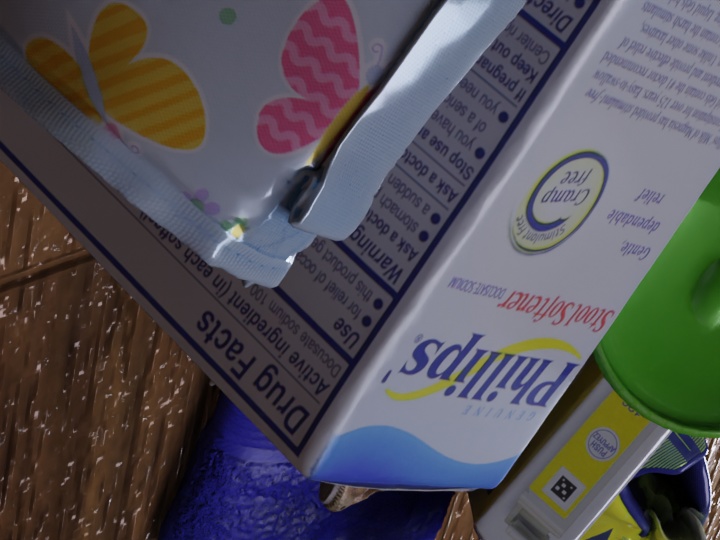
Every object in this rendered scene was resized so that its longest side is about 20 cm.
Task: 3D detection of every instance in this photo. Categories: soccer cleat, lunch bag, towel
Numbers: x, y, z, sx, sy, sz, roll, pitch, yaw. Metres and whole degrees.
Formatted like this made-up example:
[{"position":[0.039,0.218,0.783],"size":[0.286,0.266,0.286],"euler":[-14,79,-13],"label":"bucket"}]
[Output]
[{"position":[0.134,0.123,1.109],"size":[0.065,0.084,0.201],"euler":[-35,149,-21],"label":"soccer cleat"},{"position":[-0.027,-0.112,0.532],"size":[0.170,0.200,0.127],"euler":[-54,144,11],"label":"lunch bag"},{"position":[0.010,0.040,0.891],"size":[0.147,0.050,0.201],"euler":[-10,133,-40],"label":"towel"}]

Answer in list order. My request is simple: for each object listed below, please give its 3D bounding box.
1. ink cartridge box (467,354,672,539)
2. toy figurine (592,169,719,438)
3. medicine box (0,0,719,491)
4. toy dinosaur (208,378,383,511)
[{"position":[0.085,0.070,0.937],"size":[0.200,0.047,0.198],"euler":[-47,-179,1],"label":"ink cartridge box"},{"position":[0.140,-0.045,0.782],"size":[0.201,0.150,0.184],"euler":[-59,-177,3],"label":"toy figurine"},{"position":[0.007,-0.071,0.642],"size":[0.103,0.182,0.201],"euler":[11,117,-55],"label":"medicine box"},{"position":[0.000,0.000,0.787],"size":[0.105,0.061,0.201],"euler":[3,135,-17],"label":"toy dinosaur"}]
